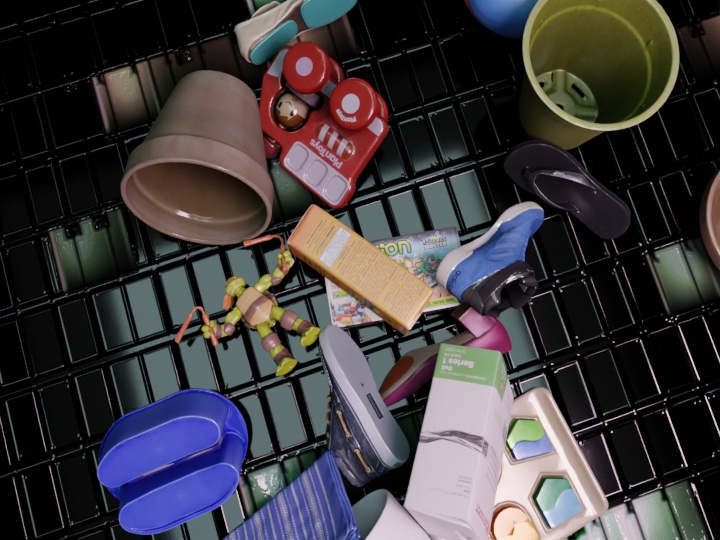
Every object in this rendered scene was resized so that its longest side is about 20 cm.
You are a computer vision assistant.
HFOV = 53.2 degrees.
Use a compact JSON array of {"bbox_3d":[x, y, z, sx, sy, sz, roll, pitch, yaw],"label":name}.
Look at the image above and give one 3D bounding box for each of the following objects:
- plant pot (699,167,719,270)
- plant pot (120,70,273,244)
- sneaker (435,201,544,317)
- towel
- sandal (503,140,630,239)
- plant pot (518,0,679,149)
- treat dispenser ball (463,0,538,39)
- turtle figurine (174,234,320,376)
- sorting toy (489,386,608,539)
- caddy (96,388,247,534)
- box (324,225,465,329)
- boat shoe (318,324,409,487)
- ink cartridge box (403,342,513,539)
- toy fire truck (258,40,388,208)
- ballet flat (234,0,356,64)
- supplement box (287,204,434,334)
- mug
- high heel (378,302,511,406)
[{"bbox_3d":[0.553,-0.060,0.995,0.195,0.093,0.207,0,81,-2],"label":"plant pot"},{"bbox_3d":[-0.204,-0.161,0.959,0.194,0.201,0.178,5,64,0],"label":"plant pot"},{"bbox_3d":[0.203,-0.010,0.954,0.198,0.078,0.111,-30,56,-30],"label":"sneaker"},{"bbox_3d":[-0.092,0.328,0.881,0.199,0.146,0.024,-41,123,7],"label":"towel"},{"bbox_3d":[0.290,-0.114,1.003,0.197,0.077,0.043,32,38,4],"label":"sandal"},{"bbox_3d":[0.293,-0.254,0.973,0.194,0.190,0.206,0,81,-1],"label":"plant pot"},{"bbox_3d":[0.230,-0.429,0.996,0.195,0.201,0.207,0,80,-1],"label":"treat dispenser ball"},{"bbox_3d":[-0.141,0.064,0.971,0.161,0.065,0.200,42,78,18],"label":"turtle figurine"},{"bbox_3d":[0.208,0.283,0.956,0.197,0.037,0.188,-27,82,-5],"label":"sorting toy"},{"bbox_3d":[-0.240,0.240,0.923,0.195,0.105,0.145,-21,105,-5],"label":"caddy"},{"bbox_3d":[0.048,0.011,1.000,0.194,0.035,0.113,-10,80,-3],"label":"box"},{"bbox_3d":[-0.021,0.179,0.943,0.090,0.070,0.203,-37,73,27],"label":"boat shoe"},{"bbox_3d":[0.125,0.216,0.876,0.082,0.147,0.204,6,61,22],"label":"ink cartridge box"},{"bbox_3d":[-0.063,-0.208,1.007,0.198,0.112,0.170,37,100,6],"label":"toy fire truck"},{"bbox_3d":[-0.098,-0.379,1.052,0.197,0.070,0.070,-32,82,-6],"label":"ballet flat"},{"bbox_3d":[0.000,0.000,0.950,0.197,0.067,0.070,33,81,5],"label":"supplement box"},{"bbox_3d":[0.022,0.406,0.874,0.200,0.148,0.176,-44,93,-13],"label":"mug"},{"bbox_3d":[0.115,0.136,0.972,0.199,0.068,0.096,-42,106,4],"label":"high heel"}]
